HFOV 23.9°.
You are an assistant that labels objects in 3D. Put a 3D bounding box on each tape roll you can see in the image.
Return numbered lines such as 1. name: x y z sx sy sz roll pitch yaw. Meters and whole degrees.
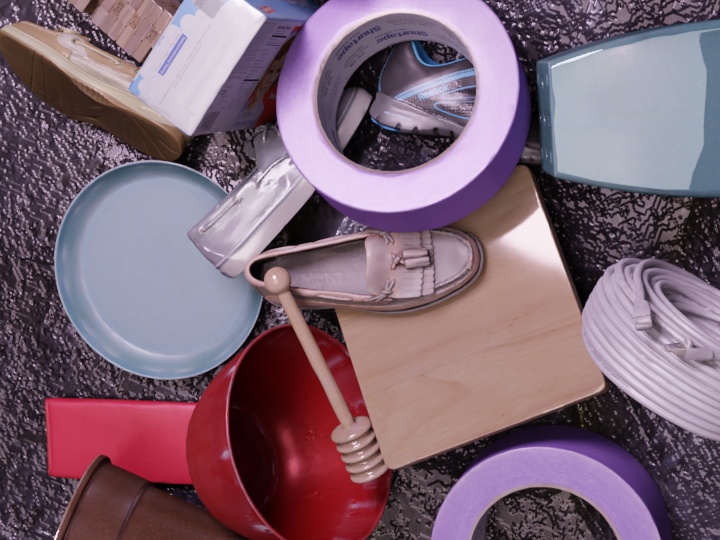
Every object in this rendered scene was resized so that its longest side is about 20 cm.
1. tape roll: 0.035 -0.135 1.381 0.199 0.066 0.201 -4 75 14
2. tape roll: 0.164 0.239 1.459 0.199 0.085 0.201 2 99 14

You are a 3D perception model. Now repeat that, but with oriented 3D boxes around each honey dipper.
1. honey dipper: -0.030 0.085 1.420 0.038 0.038 0.200 -19 109 16

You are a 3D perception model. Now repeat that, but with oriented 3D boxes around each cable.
1. cable: 0.271 0.066 1.349 0.200 0.200 0.069 24 110 -14

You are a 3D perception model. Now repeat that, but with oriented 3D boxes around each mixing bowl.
1. mixing bowl: -0.077 0.156 1.470 0.108 0.200 0.201 -21 93 39

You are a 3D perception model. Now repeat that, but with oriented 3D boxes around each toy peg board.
1. toy peg board: 0.096 0.044 1.458 0.199 0.098 0.200 -22 76 16

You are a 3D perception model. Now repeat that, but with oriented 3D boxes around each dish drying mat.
1. dish drying mat: -0.196 0.158 1.574 0.199 0.018 0.077 1 99 15

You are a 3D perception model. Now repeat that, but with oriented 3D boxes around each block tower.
1. block tower: -0.210 -0.238 1.494 0.200 0.054 0.058 43 108 12

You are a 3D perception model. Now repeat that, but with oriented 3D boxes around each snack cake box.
1. snack cake box: -0.100 -0.179 1.407 0.067 0.200 0.115 36 104 9

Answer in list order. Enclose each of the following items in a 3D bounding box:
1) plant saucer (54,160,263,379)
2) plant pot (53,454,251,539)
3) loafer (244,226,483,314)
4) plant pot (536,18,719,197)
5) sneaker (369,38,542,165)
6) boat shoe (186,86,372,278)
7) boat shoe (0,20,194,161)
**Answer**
1. plant saucer: -0.179 -0.002 1.536 0.199 0.027 0.201 3 103 13
2. plant pot: -0.169 0.289 1.505 0.198 0.200 0.201 18 102 2
3. loafer: 0.000 0.000 1.412 0.199 0.063 0.072 -6 81 20
4. plant pot: 0.242 -0.125 1.334 0.199 0.141 0.142 -5 97 0
5. sneaker: 0.108 -0.138 1.427 0.199 0.073 0.082 15 97 10
6. boat shoe: -0.072 -0.088 1.460 0.071 0.070 0.201 39 91 -8
7. boat shoe: -0.229 -0.171 1.518 0.200 0.073 0.063 28 60 13
